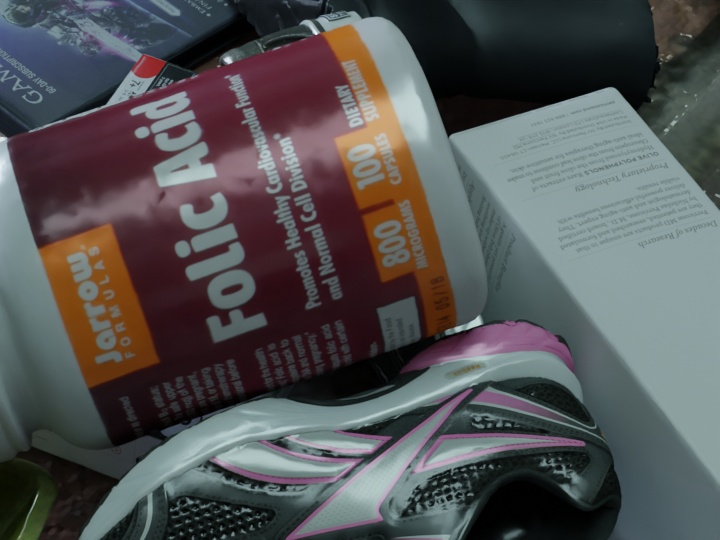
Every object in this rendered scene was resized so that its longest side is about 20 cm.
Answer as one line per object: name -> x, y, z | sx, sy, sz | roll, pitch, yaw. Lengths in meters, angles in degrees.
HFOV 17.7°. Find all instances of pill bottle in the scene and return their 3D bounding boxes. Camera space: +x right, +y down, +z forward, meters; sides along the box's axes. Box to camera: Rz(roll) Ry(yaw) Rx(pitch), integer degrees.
pill bottle -> -0.066, -0.005, 0.802 | 0.199, 0.114, 0.114 | -19, 49, -4

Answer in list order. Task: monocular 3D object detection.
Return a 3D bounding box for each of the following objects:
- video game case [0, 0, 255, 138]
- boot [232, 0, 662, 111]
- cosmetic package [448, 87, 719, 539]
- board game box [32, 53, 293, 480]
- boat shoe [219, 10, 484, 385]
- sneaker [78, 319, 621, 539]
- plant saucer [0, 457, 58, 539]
video game case -> -0.124, -0.138, 1.082 | 0.143, 0.019, 0.200 | 36, 52, 25
boot -> 0.031, -0.140, 1.054 | 0.167, 0.077, 0.200 | -4, 45, -26
cosmetic package -> 0.107, 0.039, 0.879 | 0.085, 0.108, 0.200 | -18, 52, -25
board game box -> -0.074, 0.000, 0.941 | 0.126, 0.035, 0.200 | 19, 46, 9
boat shoe -> 0.000, 0.000, 0.897 | 0.063, 0.071, 0.201 | -18, 78, -12
sneaker -> 0.000, 0.088, 0.789 | 0.199, 0.081, 0.086 | -25, 51, -10
plant saucer -> -0.225, 0.132, 0.780 | 0.199, 0.048, 0.200 | 13, 46, 5
